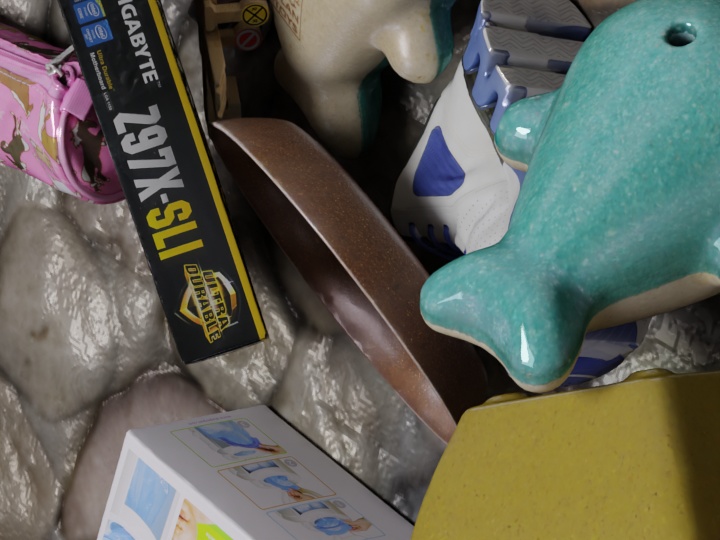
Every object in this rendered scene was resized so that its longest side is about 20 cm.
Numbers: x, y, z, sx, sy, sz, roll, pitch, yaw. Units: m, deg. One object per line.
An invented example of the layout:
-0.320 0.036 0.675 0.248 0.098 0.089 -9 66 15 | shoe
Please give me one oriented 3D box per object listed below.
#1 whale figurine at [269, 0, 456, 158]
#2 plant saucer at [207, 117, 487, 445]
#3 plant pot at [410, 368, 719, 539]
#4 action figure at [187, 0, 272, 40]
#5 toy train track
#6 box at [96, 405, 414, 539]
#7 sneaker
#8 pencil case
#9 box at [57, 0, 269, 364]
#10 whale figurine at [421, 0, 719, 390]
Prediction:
0.009 -0.150 1.342 0.159 0.103 0.201 52 149 34 | whale figurine
0.000 0.000 1.329 0.034 0.200 0.200 -39 59 -7 | plant saucer
0.130 0.144 1.182 0.194 0.195 0.201 -13 83 45 | plant pot
-0.095 -0.191 1.451 0.199 0.069 0.131 15 100 29 | action figure
-0.063 -0.151 1.345 0.115 0.032 0.201 -104 10 -48 | toy train track
-0.036 0.171 1.414 0.200 0.101 0.113 36 119 37 | box
0.072 -0.023 1.286 0.115 0.080 0.200 127 144 -48 | sneaker
-0.196 -0.101 1.555 0.199 0.082 0.087 23 112 42 | pencil case
-0.102 -0.072 1.374 0.160 0.049 0.201 -108 1 -72 | box
0.113 -0.040 1.152 0.159 0.200 0.104 35 152 36 | whale figurine
